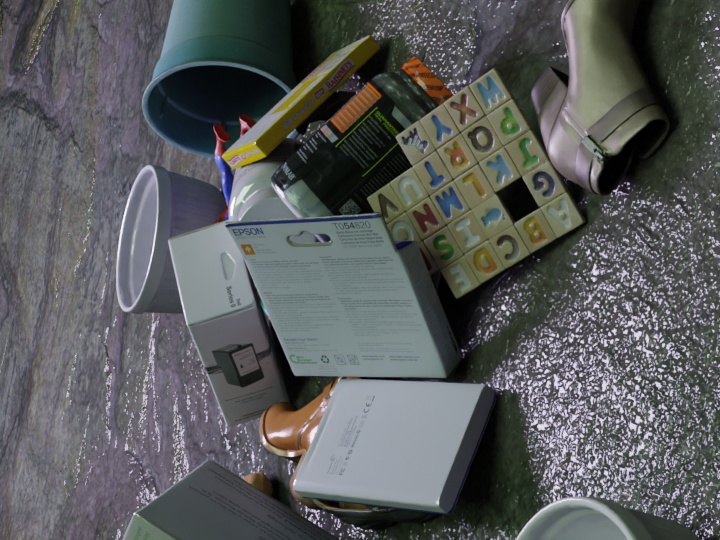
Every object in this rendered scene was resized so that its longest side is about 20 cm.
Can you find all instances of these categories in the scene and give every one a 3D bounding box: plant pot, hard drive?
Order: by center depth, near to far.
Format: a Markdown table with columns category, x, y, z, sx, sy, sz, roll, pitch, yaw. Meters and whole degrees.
| category | x | y | z | sx | sy | sz | roll | pitch | yaw |
| --- | --- | --- | --- | --- | --- | --- | --- | --- | --- |
| hard drive | 0.032 | 0.171 | 1.604 | 0.200 | 0.025 | 0.132 | -1 | 56 | 45 |
| plant pot | -0.168 | -0.277 | 2.048 | 0.200 | 0.200 | 0.196 | -41 | 40 | 48 |

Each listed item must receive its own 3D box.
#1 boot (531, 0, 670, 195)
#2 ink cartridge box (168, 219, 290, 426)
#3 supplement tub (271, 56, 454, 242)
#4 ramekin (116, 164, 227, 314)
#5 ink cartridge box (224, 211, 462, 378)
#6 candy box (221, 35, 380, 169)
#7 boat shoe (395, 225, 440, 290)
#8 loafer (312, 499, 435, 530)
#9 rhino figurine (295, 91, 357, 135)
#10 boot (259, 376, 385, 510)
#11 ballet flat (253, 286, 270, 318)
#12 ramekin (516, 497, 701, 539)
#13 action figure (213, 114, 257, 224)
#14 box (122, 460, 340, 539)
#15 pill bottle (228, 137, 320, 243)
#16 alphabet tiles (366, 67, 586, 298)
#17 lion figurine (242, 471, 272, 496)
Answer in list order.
| category | x | y | z | sx | sy | sz | roll | pitch | yaw |
| --- | --- | --- | --- | --- | --- | --- | --- | --- | --- |
| boot | 0.229 | -0.171 | 1.440 | 0.200 | 0.070 | 0.146 | -63 | 40 | 29 |
| ink cartridge box | -0.154 | 0.062 | 1.899 | 0.200 | 0.084 | 0.146 | 76 | 176 | -48 |
| supplement tub | 0.016 | -0.118 | 1.668 | 0.200 | 0.123 | 0.123 | -43 | 37 | 4 |
| ramekin | -0.250 | -0.035 | 2.161 | 0.200 | 0.105 | 0.200 | -171 | 90 | -68 |
| ink cartridge box | -0.017 | 0.019 | 1.629 | 0.200 | 0.200 | 0.041 | -1 | 35 | 35 |
| candy box | -0.068 | -0.194 | 1.863 | 0.200 | 0.026 | 0.102 | -45 | 12 | -22 |
| boat shoe | 0.049 | 0.019 | 1.686 | 0.068 | 0.075 | 0.200 | -73 | 4 | -57 |
| loafer | 0.026 | 0.222 | 1.644 | 0.200 | 0.072 | 0.073 | -36 | 49 | 49 |
| rhino figurine | -0.010 | -0.132 | 1.833 | 0.087 | 0.060 | 0.200 | -41 | 43 | 15 |
| boot | -0.040 | 0.153 | 1.788 | 0.155 | 0.077 | 0.200 | -61 | 19 | 13 |
| ballet flat | -0.080 | 0.017 | 1.850 | 0.064 | 0.076 | 0.200 | -56 | 9 | 7 |
| ramekin | 0.204 | 0.281 | 1.265 | 0.200 | 0.105 | 0.200 | -27 | 58 | 55 |
| action figure | -0.143 | -0.085 | 2.031 | 0.099 | 0.065 | 0.200 | 50 | 150 | 35 |
| box | -0.155 | 0.354 | 1.736 | 0.200 | 0.171 | 0.199 | 29 | 113 | 13 |
| pill bottle | -0.092 | -0.073 | 1.845 | 0.200 | 0.114 | 0.114 | -93 | 23 | -70 |
| alphabet tiles | 0.099 | -0.073 | 1.551 | 0.200 | 0.008 | 0.167 | -33 | 85 | 36 |
| lion figurine | -0.129 | 0.295 | 1.897 | 0.122 | 0.072 | 0.200 | -48 | 37 | 32 |
